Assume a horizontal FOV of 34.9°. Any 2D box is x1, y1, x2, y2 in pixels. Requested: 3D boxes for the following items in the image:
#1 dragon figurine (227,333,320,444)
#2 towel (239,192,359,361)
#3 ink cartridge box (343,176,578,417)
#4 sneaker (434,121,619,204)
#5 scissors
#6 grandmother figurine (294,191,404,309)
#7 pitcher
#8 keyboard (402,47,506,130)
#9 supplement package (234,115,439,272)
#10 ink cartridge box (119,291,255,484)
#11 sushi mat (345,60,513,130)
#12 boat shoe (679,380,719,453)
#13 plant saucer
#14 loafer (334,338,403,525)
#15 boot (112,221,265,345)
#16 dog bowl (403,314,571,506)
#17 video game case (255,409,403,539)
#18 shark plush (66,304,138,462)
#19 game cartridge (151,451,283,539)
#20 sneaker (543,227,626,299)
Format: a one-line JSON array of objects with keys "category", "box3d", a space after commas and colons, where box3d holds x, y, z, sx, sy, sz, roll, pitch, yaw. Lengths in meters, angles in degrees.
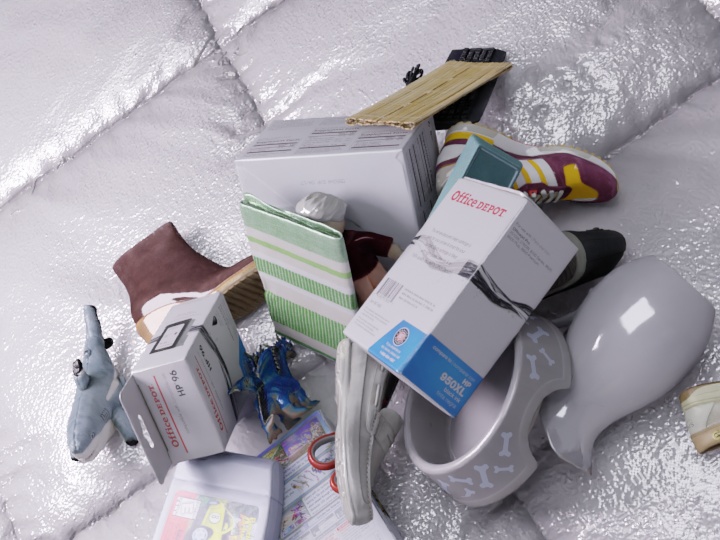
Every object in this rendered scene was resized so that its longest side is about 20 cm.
[{"category": "dragon figurine", "box3d": [-0.102, 0.125, 1.229, 0.059, 0.200, 0.100, -43, 85, 15]}, {"category": "towel", "box3d": [-0.056, 0.017, 1.233, 0.151, 0.202, 0.023, 23, 51, 35]}, {"category": "ink cartridge box", "box3d": [0.094, 0.020, 1.102, 0.201, 0.084, 0.144, -53, 25, -4]}, {"category": "sneaker", "box3d": [0.178, -0.090, 1.239, 0.197, 0.075, 0.091, 14, 63, 7]}, {"category": "scissors", "box3d": [0.022, 0.152, 1.211, 0.073, 0.014, 0.200, 29, 57, 26]}, {"category": "grandmother figurine", "box3d": [0.000, 0.000, 1.214, 0.120, 0.201, 0.061, -26, 22, 25]}, {"category": "pitcher", "box3d": [0.235, 0.072, 1.132, 0.200, 0.121, 0.172, -49, 48, 7]}, {"category": "keyboard", "box3d": [0.096, -0.214, 1.341, 0.125, 0.021, 0.201, -4, 32, 21]}, {"category": "supplement package", "box3d": [-0.014, -0.081, 1.274, 0.197, 0.157, 0.111, -1, 30, 24]}, {"category": "ink cartridge box", "box3d": [-0.179, 0.122, 1.223, 0.067, 0.117, 0.200, -15, 22, 14]}, {"category": "sushi mat", "box3d": [0.078, -0.196, 1.268, 0.095, 0.012, 0.199, 12, 34, 38]}, {"category": "boat shoe", "box3d": [0.399, 0.129, 1.057, 0.198, 0.074, 0.067, -12, 72, 20]}, {"category": "plant saucer", "box3d": [0.099, -0.035, 1.183, 0.202, 0.069, 0.019, -63, 22, 3]}, {"category": "loafer", "box3d": [0.009, 0.158, 1.153, 0.069, 0.070, 0.202, 2, 58, -3]}, {"category": "boot", "box3d": [-0.202, -0.004, 1.383, 0.199, 0.072, 0.167, -36, 57, 6]}, {"category": "dog bowl", "box3d": [0.116, 0.125, 1.125, 0.200, 0.058, 0.202, -43, 31, 35]}, {"category": "video game case", "box3d": [-0.074, 0.277, 1.194, 0.199, 0.045, 0.182, -37, 56, 2]}, {"category": "shark plush", "box3d": [-0.310, 0.131, 1.352, 0.090, 0.083, 0.202, -6, 62, 21]}, {"category": "game cartridge", "box3d": [-0.152, 0.284, 1.177, 0.131, 0.041, 0.202, 6, 66, 22]}, {"category": "sneaker", "box3d": [0.183, 0.007, 1.220, 0.199, 0.105, 0.076, -17, 83, 45]}]
